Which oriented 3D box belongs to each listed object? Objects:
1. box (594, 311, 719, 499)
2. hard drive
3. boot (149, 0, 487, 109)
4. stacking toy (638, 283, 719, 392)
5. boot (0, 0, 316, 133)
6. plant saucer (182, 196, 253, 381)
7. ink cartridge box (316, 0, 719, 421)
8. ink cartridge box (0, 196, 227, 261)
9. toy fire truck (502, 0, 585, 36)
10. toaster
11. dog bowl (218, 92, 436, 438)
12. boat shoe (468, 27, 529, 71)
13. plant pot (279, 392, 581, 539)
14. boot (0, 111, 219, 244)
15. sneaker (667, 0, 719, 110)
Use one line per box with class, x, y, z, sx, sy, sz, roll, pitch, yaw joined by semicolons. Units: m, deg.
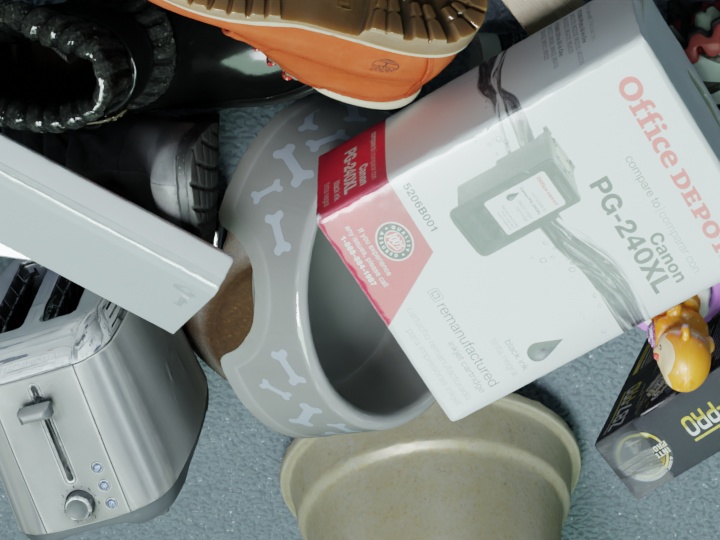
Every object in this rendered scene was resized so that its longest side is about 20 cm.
box;0.228;0.034;1.556;0.161;0.200;0.049;-33;101;29
hard drive;-0.173;-0.032;1.464;0.199;0.026;0.132;29;163;-8
boot;-0.045;-0.134;1.389;0.199;0.075;0.107;16;155;-10
stacking toy;0.175;-0.005;1.518;0.109;0.201;0.116;3;133;0
boot;-0.109;-0.120;1.448;0.210;0.158;0.080;-12;90;15
plant saucer;-0.024;0.026;1.677;0.199;0.037;0.201;2;134;2
ink cartridge box;0.097;-0.036;1.423;0.199;0.083;0.145;-29;111;14
ink cartridge box;-0.179;-0.031;1.582;0.199;0.099;0.039;7;104;-1
toy fire truck;0.093;-0.202;1.408;0.175;0.129;0.200;-20;150;28
toaster;-0.164;0.063;1.633;0.113;0.200;0.130;-14;115;15
dog bowl;0.000;0.000;1.535;0.058;0.200;0.200;7;142;37
boat shoe;0.096;-0.038;1.540;0.062;0.075;0.201;-3;95;-5
plant pot;0.051;0.204;1.719;0.199;0.184;0.201;-3;144;-2
boot;-0.145;-0.055;1.508;0.131;0.200;0.070;2;94;-3
sneaker;0.221;-0.113;1.490;0.200;0.071;0.098;-19;109;20
